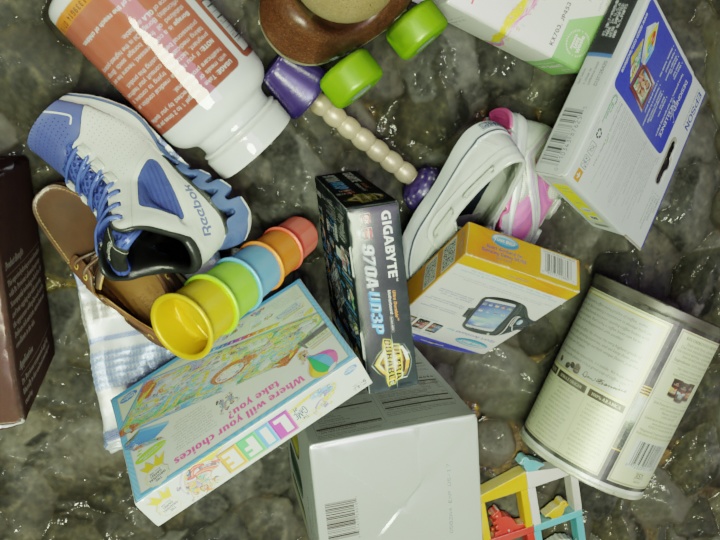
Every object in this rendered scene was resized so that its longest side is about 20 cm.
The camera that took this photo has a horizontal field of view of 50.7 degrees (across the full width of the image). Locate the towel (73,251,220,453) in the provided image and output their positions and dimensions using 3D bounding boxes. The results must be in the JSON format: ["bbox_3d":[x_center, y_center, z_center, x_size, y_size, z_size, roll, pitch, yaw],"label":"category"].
[{"bbox_3d":[-0.190,0.061,0.714,0.147,0.024,0.200,-11,88,4],"label":"towel"}]

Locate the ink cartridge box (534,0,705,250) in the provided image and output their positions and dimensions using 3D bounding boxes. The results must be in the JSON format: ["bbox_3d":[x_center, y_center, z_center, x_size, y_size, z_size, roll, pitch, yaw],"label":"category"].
[{"bbox_3d":[0.275,-0.146,0.782,0.200,0.047,0.198,29,83,-49],"label":"ink cartridge box"}]

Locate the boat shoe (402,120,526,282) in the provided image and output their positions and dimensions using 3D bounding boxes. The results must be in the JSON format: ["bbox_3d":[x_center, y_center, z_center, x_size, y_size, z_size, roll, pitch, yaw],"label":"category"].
[{"bbox_3d":[0.096,-0.047,0.741,0.073,0.065,0.200,-7,137,-28],"label":"boat shoe"}]

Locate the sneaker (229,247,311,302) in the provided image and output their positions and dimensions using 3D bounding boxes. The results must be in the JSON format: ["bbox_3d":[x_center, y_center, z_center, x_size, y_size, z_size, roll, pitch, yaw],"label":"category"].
[{"bbox_3d":[-0.099,0.084,0.762,0.099,0.071,0.200,10,96,-11],"label":"sneaker"}]

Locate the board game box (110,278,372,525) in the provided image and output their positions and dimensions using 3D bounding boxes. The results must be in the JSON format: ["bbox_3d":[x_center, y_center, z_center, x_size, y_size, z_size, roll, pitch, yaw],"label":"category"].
[{"bbox_3d":[-0.106,0.102,0.638,0.200,0.134,0.034,-33,127,-6],"label":"board game box"}]

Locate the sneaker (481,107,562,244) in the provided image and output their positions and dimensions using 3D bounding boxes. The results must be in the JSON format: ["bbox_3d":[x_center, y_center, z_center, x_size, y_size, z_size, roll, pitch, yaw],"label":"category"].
[{"bbox_3d":[0.167,-0.064,0.788,0.088,0.081,0.200,-1,110,-20],"label":"sneaker"}]

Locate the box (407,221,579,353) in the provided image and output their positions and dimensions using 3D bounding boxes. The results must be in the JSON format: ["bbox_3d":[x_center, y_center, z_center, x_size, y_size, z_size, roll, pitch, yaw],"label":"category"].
[{"bbox_3d":[0.112,0.029,0.763,0.119,0.200,0.042,18,61,-15],"label":"box"}]

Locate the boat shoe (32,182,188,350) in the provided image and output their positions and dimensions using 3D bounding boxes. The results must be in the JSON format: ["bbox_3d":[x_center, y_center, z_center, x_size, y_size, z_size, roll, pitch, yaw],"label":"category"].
[{"bbox_3d":[-0.216,-0.008,0.674,0.200,0.068,0.072,44,89,4],"label":"boat shoe"}]

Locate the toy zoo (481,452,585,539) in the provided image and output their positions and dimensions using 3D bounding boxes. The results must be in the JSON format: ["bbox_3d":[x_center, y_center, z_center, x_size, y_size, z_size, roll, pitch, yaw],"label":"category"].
[{"bbox_3d":[0.207,0.310,0.920,0.131,0.020,0.200,-15,106,-10],"label":"toy zoo"}]

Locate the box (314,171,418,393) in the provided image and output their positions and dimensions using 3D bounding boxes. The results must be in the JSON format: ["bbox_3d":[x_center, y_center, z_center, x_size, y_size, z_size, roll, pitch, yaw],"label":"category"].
[{"bbox_3d":[0.000,0.000,0.699,0.046,0.200,0.159,-9,105,-9],"label":"box"}]

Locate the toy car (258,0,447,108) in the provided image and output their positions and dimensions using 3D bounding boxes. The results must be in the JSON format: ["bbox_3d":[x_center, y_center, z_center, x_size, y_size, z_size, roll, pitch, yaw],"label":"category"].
[{"bbox_3d":[-0.002,-0.254,0.613,0.158,0.200,0.164,-40,95,-14],"label":"toy car"}]

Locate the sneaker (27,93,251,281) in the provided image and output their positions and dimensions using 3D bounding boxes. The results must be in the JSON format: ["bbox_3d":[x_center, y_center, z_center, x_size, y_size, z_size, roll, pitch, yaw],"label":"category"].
[{"bbox_3d":[-0.197,-0.061,0.631,0.199,0.115,0.081,32,129,-3],"label":"sneaker"}]

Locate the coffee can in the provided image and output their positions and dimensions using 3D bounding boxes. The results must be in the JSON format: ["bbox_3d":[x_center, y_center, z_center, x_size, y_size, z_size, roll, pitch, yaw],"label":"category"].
[{"bbox_3d":[0.281,0.122,0.827,0.146,0.146,0.200,22,98,-18],"label":"coffee can"}]

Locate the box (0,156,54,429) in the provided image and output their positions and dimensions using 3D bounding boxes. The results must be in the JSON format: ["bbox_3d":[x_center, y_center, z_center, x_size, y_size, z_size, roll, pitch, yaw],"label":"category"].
[{"bbox_3d":[-0.362,0.016,0.631,0.164,0.166,0.200,-5,104,-12],"label":"box"}]

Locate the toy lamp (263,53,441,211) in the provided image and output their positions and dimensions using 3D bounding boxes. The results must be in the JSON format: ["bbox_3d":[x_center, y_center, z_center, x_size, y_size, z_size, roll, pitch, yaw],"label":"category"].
[{"bbox_3d":[-0.008,-0.136,0.742,0.200,0.058,0.058,38,92,-21],"label":"toy lamp"}]

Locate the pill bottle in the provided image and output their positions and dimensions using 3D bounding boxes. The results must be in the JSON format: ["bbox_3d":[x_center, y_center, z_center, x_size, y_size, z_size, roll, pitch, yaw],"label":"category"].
[{"bbox_3d":[-0.158,-0.181,0.662,0.112,0.112,0.200,-43,109,-1],"label":"pill bottle"}]

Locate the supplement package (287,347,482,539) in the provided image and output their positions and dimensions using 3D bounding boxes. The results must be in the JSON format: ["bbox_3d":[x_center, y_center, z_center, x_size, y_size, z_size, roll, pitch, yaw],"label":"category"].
[{"bbox_3d":[0.012,0.181,0.745,0.150,0.200,0.152,-8,105,-11],"label":"supplement package"}]

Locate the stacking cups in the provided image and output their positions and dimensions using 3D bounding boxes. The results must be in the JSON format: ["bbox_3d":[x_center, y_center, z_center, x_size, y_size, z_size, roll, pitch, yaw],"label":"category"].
[{"bbox_3d":[-0.104,0.005,0.682,0.060,0.200,0.061,10,118,20],"label":"stacking cups"}]

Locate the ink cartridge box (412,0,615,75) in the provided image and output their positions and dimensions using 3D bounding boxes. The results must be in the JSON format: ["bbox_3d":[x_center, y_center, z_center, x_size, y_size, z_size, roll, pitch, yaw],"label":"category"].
[{"bbox_3d":[0.144,-0.284,0.735,0.200,0.067,0.117,20,98,-18],"label":"ink cartridge box"}]
